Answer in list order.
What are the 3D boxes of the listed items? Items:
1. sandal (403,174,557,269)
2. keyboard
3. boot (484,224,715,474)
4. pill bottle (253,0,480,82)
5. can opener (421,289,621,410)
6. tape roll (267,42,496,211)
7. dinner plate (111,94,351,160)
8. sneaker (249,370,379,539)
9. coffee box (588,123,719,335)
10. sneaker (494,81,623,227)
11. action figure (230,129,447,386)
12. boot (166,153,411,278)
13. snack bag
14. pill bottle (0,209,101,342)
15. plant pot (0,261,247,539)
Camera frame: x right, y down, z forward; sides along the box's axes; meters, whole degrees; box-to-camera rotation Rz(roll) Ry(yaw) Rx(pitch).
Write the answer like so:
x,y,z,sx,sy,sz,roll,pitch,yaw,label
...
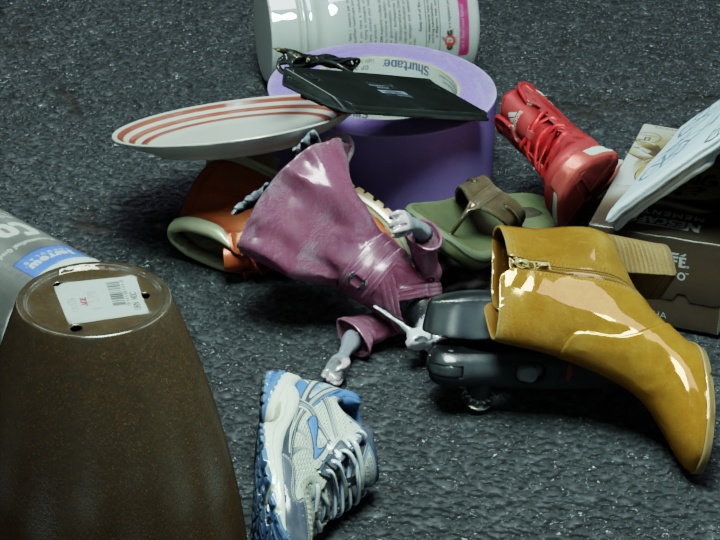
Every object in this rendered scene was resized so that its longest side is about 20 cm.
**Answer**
x,y,z,sx,sy,sz,roll,pitch,yaw,label
0.102,-0.050,1.720,0.080,0.058,0.200,36,28,24,sandal
0.006,-0.146,1.731,0.127,0.021,0.199,33,20,32,keyboard
0.162,0.055,1.505,0.143,0.071,0.202,2,52,-15,boot
0.004,-0.232,2.030,0.198,0.114,0.114,-6,29,-13,pill bottle
0.140,0.064,1.555,0.198,0.079,0.063,6,23,-13,can opener
0.017,-0.121,1.859,0.198,0.086,0.200,2,28,-1,tape roll
-0.099,-0.112,1.715,0.198,0.024,0.200,-6,12,1,dinner plate
-0.028,0.128,1.416,0.084,0.078,0.200,5,29,-3,sneaker
0.256,-0.037,1.721,0.112,0.080,0.200,10,30,16,coffee box
0.148,-0.097,1.748,0.115,0.079,0.200,39,5,9,sneaker
0.000,0.000,1.620,0.200,0.134,0.149,42,11,3,action figure
-0.057,-0.024,1.710,0.199,0.075,0.107,20,51,22,boot
0.289,-0.119,1.632,0.021,0.200,0.189,50,36,-3,snack bag
-0.238,0.030,1.539,0.199,0.115,0.113,25,36,36,pill bottle
-0.159,0.104,1.319,0.185,0.201,0.187,1,28,-1,plant pot
